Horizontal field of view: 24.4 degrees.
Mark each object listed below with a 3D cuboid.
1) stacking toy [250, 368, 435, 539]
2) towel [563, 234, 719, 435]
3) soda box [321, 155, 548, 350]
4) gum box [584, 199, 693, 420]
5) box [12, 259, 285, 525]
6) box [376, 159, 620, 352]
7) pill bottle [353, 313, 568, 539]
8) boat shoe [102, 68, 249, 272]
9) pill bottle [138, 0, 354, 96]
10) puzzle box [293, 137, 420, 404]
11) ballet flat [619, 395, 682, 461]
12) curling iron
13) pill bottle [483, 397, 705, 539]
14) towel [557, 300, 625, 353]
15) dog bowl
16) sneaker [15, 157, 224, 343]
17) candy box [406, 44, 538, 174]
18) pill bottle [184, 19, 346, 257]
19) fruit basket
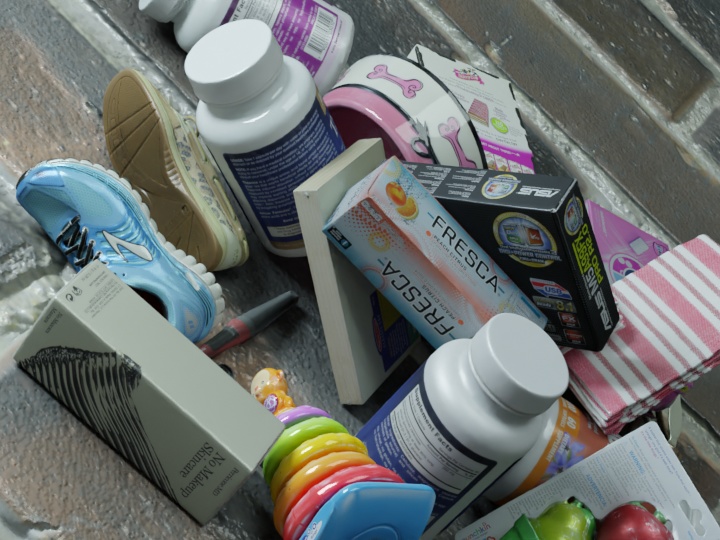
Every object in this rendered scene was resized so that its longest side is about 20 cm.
[{"bbox_3d":[-0.041,0.150,1.324,0.109,0.117,0.201,8,36,-41],"label":"stacking toy"},{"bbox_3d":[0.270,0.054,1.497,0.147,0.199,0.030,54,-8,51],"label":"towel"},{"bbox_3d":[0.064,0.004,1.397,0.200,0.068,0.064,47,42,-11],"label":"soda box"},{"bbox_3d":[0.254,0.040,1.632,0.113,0.066,0.201,27,40,-25],"label":"gum box"},{"bbox_3d":[-0.161,0.093,1.272,0.200,0.082,0.068,41,35,0],"label":"box"},{"bbox_3d":[0.112,-0.014,1.436,0.044,0.198,0.161,-53,136,-33],"label":"box"},{"bbox_3d":[0.079,0.127,1.360,0.110,0.200,0.112,25,38,-22],"label":"pill bottle"},{"bbox_3d":[-0.165,-0.086,1.469,0.062,0.073,0.202,-8,69,-54],"label":"boat shoe"},{"bbox_3d":[-0.114,-0.247,1.643,0.199,0.112,0.113,27,38,-21],"label":"pill bottle"},{"bbox_3d":[0.000,0.000,1.464,0.133,0.025,0.202,-42,126,-56],"label":"puzzle box"},{"bbox_3d":[0.289,0.126,1.673,0.068,0.067,0.202,36,34,-36],"label":"ballet flat"},{"bbox_3d":[-0.101,0.061,1.412,0.050,0.025,0.200,61,29,-11],"label":"curling iron"},{"bbox_3d":[0.211,0.200,1.486,0.199,0.112,0.113,32,36,-13],"label":"pill bottle"},{"bbox_3d":[0.145,0.025,1.546,0.030,0.145,0.201,61,0,-37],"label":"towel"},{"bbox_3d":[0.025,-0.097,1.559,0.074,0.200,0.201,-33,77,-34],"label":"dog bowl"},{"bbox_3d":[-0.202,-0.010,1.344,0.200,0.078,0.090,41,39,-1],"label":"sneaker"},{"bbox_3d":[0.115,-0.137,1.789,0.135,0.061,0.202,18,43,-30],"label":"candy box"},{"bbox_3d":[-0.078,-0.118,1.465,0.112,0.110,0.201,-90,160,-47],"label":"pill bottle"},{"bbox_3d":[0.203,0.250,1.372,0.198,0.094,0.186,-27,65,-6],"label":"fruit basket"}]
